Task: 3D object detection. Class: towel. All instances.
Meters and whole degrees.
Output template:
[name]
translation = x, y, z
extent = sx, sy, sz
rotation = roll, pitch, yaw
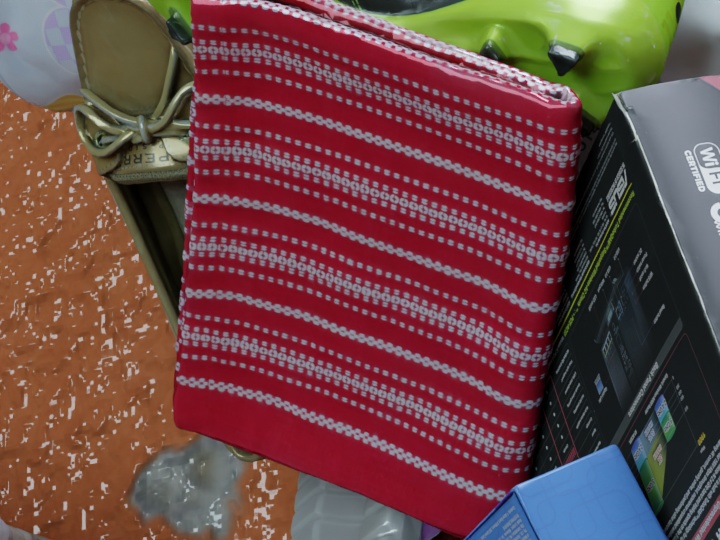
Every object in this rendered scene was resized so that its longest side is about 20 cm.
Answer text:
[towel]
translation = 0.000, 0.000, 1.029
extent = 0.144, 0.201, 0.022
rotation = 21, 42, 17

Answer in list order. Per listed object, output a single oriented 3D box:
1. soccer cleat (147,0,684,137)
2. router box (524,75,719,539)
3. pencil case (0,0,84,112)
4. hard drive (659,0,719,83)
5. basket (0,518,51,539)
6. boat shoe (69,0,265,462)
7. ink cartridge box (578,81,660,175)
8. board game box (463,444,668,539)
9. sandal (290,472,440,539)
[soccer cleat]
translation = 0.015, -0.097, 1.020
extent = 0.199, 0.068, 0.081
rotation = 14, 48, 23
[router box]
translation = 0.110, 0.052, 0.998
extent = 0.200, 0.062, 0.150
rotation = 110, 148, -55
[pencil case]
translation = -0.051, -0.115, 1.129
extent = 0.199, 0.091, 0.083
rotation = -7, 32, 31
[hard drive]
translation = 0.174, -0.148, 1.025
extent = 0.200, 0.026, 0.132
rotation = -32, 66, 22
[basket]
translation = -0.204, 0.173, 1.178
extent = 0.198, 0.161, 0.201
rotation = 14, 84, 35
[boat shoe]
translation = -0.060, -0.025, 1.106
extent = 0.073, 0.201, 0.063
rotation = -1, 34, 29
[ink cartridge box]
translation = 0.053, -0.115, 1.156
extent = 0.200, 0.075, 0.165
rotation = -52, 53, 7
[board game box]
translation = 0.087, 0.176, 0.975
extent = 0.200, 0.045, 0.152
rotation = 63, 153, 14
[sandal]
translation = 0.012, 0.095, 1.130
extent = 0.082, 0.050, 0.203
rotation = -24, 45, 48
